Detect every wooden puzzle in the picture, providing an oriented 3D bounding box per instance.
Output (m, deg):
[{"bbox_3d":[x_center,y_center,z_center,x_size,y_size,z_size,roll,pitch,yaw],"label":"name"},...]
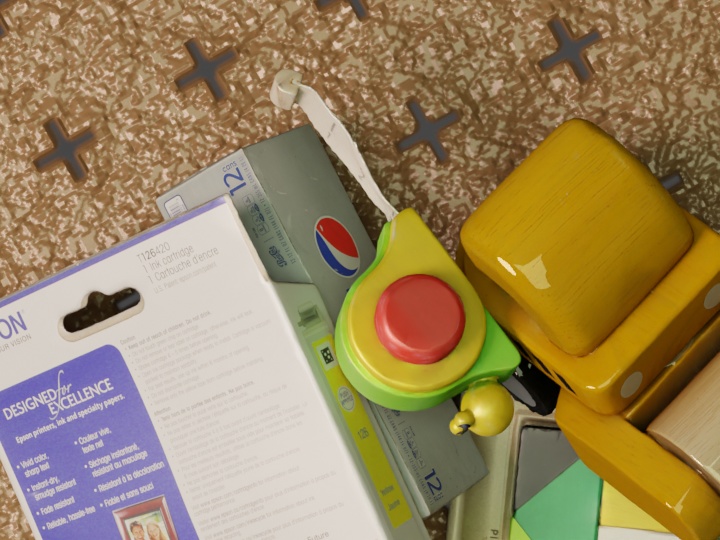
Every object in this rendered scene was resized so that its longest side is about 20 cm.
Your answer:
[{"bbox_3d":[0.142,0.148,1.245,0.200,0.037,0.185,6,92,2],"label":"wooden puzzle"}]

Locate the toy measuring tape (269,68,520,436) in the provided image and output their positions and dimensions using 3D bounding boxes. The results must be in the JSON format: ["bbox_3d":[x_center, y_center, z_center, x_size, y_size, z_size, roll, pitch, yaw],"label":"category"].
[{"bbox_3d":[0.000,0.000,1.159,0.074,0.074,0.200,-38,81,3],"label":"toy measuring tape"}]

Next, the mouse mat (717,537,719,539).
[{"bbox_3d":[0.244,0.133,1.231,0.161,0.008,0.200,15,90,-14],"label":"mouse mat"}]

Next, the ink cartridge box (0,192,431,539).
[{"bbox_3d":[-0.087,0.083,1.210,0.197,0.047,0.200,-23,90,32],"label":"ink cartridge box"}]

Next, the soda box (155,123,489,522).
[{"bbox_3d":[-0.018,0.033,1.222,0.063,0.068,0.200,-28,89,33],"label":"soda box"}]

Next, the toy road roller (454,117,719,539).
[{"bbox_3d":[0.128,0.019,1.154,0.123,0.146,0.200,-46,53,-8],"label":"toy road roller"}]
